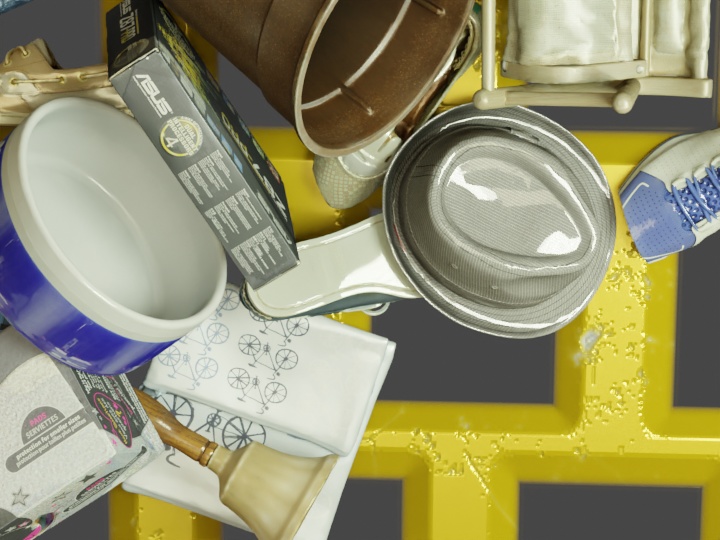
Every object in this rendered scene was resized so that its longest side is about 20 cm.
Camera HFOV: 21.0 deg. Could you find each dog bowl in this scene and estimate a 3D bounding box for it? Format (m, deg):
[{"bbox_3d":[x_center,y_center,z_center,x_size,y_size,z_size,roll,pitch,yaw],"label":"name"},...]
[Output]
[{"bbox_3d":[-0.198,-0.026,1.454,0.079,0.200,0.201,-35,97,31],"label":"dog bowl"}]

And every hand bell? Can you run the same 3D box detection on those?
[{"bbox_3d":[-0.126,0.140,1.533,0.199,0.104,0.105,31,101,3],"label":"hand bell"}]

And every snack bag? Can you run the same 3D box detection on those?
[{"bbox_3d":[-0.090,0.119,1.585,0.187,0.021,0.202,20,101,-1],"label":"snack bag"}]

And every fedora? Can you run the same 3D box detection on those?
[{"bbox_3d":[0.117,-0.041,1.490,0.199,0.090,0.178,33,83,-9],"label":"fedora"}]

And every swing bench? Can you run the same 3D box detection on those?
[{"bbox_3d":[0.178,-0.224,1.438,0.129,0.200,0.201,5,101,27],"label":"swing bench"}]

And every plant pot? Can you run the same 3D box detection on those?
[{"bbox_3d":[-0.049,-0.219,1.426,0.198,0.200,0.201,36,102,24],"label":"plant pot"}]

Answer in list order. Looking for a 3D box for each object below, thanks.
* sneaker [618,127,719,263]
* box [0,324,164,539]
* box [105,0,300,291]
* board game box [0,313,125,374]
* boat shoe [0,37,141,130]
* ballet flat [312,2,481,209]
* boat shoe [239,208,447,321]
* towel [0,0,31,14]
[{"bbox_3d":[0.293,-0.078,1.485,0.198,0.115,0.081,-29,97,8],"label":"sneaker"},{"bbox_3d":[-0.274,0.137,1.481,0.199,0.115,0.133,-33,79,11],"label":"box"},{"bbox_3d":[-0.120,-0.102,1.459,0.049,0.162,0.201,-30,114,8],"label":"box"},{"bbox_3d":[-0.288,0.075,1.578,0.198,0.062,0.202,15,103,-1],"label":"board game box"},{"bbox_3d":[-0.252,-0.149,1.533,0.198,0.074,0.070,1,98,-6],"label":"boat shoe"},{"bbox_3d":[0.026,-0.132,1.519,0.067,0.062,0.201,36,101,-3],"label":"ballet flat"},{"bbox_3d":[0.000,0.000,1.541,0.198,0.062,0.076,-18,88,-15],"label":"boat shoe"},{"bbox_3d":[-0.327,-0.290,1.507,0.111,0.048,0.202,-25,102,-17],"label":"towel"}]
